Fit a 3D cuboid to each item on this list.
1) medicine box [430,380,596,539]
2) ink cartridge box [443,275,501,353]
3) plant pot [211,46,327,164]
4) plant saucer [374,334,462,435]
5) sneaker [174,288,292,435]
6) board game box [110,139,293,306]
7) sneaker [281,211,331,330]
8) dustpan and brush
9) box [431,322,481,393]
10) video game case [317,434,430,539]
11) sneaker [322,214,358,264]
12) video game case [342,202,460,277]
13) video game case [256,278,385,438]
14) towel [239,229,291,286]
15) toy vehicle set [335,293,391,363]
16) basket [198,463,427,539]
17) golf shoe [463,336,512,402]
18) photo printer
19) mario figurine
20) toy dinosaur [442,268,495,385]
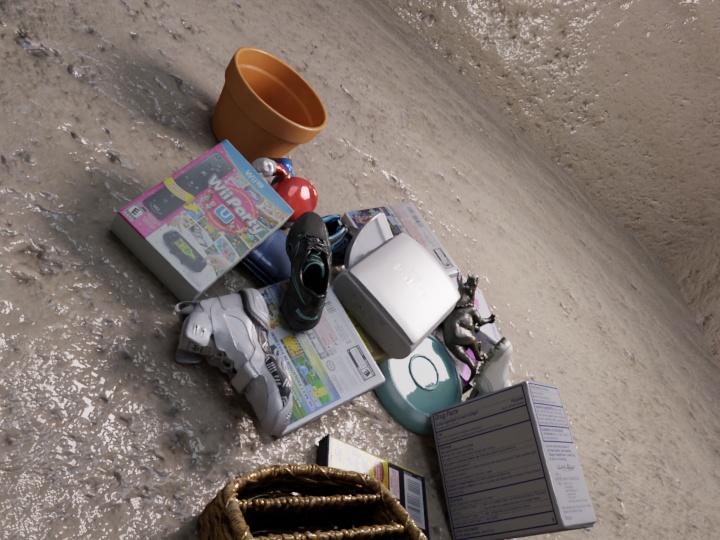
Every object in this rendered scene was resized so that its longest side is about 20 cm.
[{"bbox_3d":[0.219,0.287,0.882,0.103,0.182,0.201,18,54,-42],"label":"medicine box"},{"bbox_3d":[0.197,0.058,1.227,0.200,0.043,0.197,37,25,-26],"label":"ink cartridge box"},{"bbox_3d":[-0.181,-0.286,1.092,0.200,0.140,0.200,32,34,-25],"label":"plant pot"},{"bbox_3d":[0.102,0.177,1.007,0.200,0.027,0.201,21,49,-27],"label":"plant saucer"},{"bbox_3d":[-0.160,0.114,0.728,0.115,0.075,0.200,-3,56,-31],"label":"sneaker"},{"bbox_3d":[-0.213,-0.070,0.825,0.148,0.064,0.200,46,52,-5],"label":"board game box"},{"bbox_3d":[-0.066,-0.013,0.858,0.075,0.079,0.201,12,53,-19],"label":"sneaker"},{"bbox_3d":[0.000,0.000,1.047,0.200,0.057,0.140,-31,110,-22],"label":"dustpan and brush"},{"bbox_3d":[0.148,0.124,1.146,0.200,0.036,0.143,43,31,-6],"label":"box"},{"bbox_3d":[0.019,0.333,0.765,0.180,0.025,0.200,32,36,-26],"label":"video game case"},{"bbox_3d":[-0.042,-0.058,1.067,0.073,0.082,0.200,54,30,14],"label":"sneaker"},{"bbox_3d":[0.083,-0.051,1.207,0.182,0.023,0.200,-13,60,-35],"label":"video game case"},{"bbox_3d":[-0.085,0.107,0.835,0.182,0.022,0.200,-20,70,-36],"label":"video game case"},{"bbox_3d":[-0.155,-0.034,0.935,0.200,0.049,0.112,41,32,-11],"label":"towel"},{"bbox_3d":[-0.028,0.098,0.925,0.200,0.027,0.125,-13,65,-42],"label":"toy vehicle set"},{"bbox_3d":[-0.049,0.262,0.613,0.199,0.149,0.143,11,46,-30],"label":"basket"},{"bbox_3d":[0.239,0.202,1.009,0.097,0.201,0.078,26,40,20],"label":"golf shoe"},{"bbox_3d":[0.070,0.032,0.979,0.166,0.069,0.200,49,43,6],"label":"photo printer"},{"bbox_3d":[-0.141,-0.129,0.998,0.123,0.106,0.200,27,14,-19],"label":"mario figurine"},{"bbox_3d":[0.186,0.109,1.084,0.102,0.077,0.201,23,68,-17],"label":"toy dinosaur"}]
